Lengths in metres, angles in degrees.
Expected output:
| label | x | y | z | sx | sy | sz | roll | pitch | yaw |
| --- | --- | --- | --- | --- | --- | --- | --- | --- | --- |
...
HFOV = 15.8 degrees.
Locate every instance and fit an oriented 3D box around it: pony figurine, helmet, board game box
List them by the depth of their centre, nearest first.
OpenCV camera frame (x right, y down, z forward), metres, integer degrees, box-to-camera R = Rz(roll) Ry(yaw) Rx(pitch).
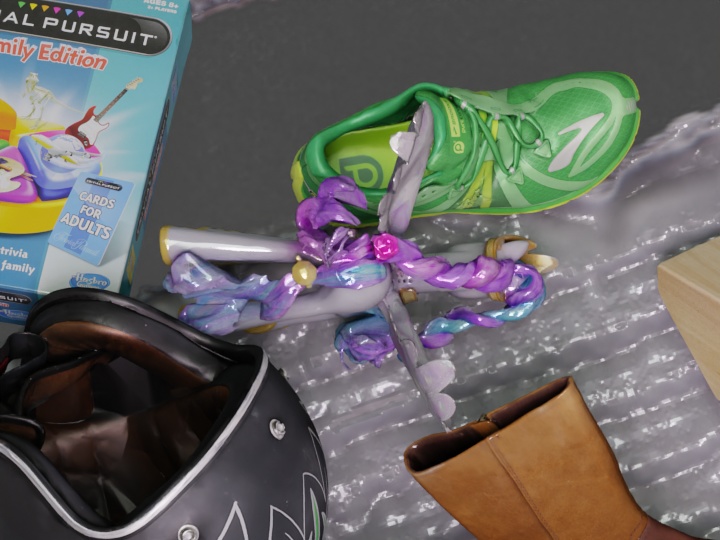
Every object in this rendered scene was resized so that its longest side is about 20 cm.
| label | x | y | z | sx | sy | sz | roll | pitch | yaw |
| --- | --- | --- | --- | --- | --- | --- | --- | --- | --- |
| helmet | -0.113 | 0.118 | 1.310 | 0.191 | 0.200 | 0.200 | 22 | 81 | 7 |
| pony figurine | 0.000 | 0.000 | 1.370 | 0.200 | 0.193 | 0.167 | -2 | 90 | 8 |
| board game box | -0.186 | -0.070 | 1.431 | 0.151 | 0.047 | 0.200 | 9 | 62 | 3 |

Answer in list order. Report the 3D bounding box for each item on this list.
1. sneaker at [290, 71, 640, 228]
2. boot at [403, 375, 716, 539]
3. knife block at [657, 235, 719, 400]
| label | x | y | z | sx | sy | sz | roll | pitch | yaw |
| --- | --- | --- | --- | --- | --- | --- | --- | --- | --- |
| sneaker | 0.061 | -0.066 | 1.437 | 0.200 | 0.084 | 0.074 | -14 | 80 | -2 |
| boot | 0.150 | 0.124 | 1.345 | 0.188 | 0.069 | 0.200 | -20 | 120 | 26 |
| knife block | 0.257 | 0.049 | 1.362 | 0.064 | 0.176 | 0.200 | -23 | 79 | -26 |
